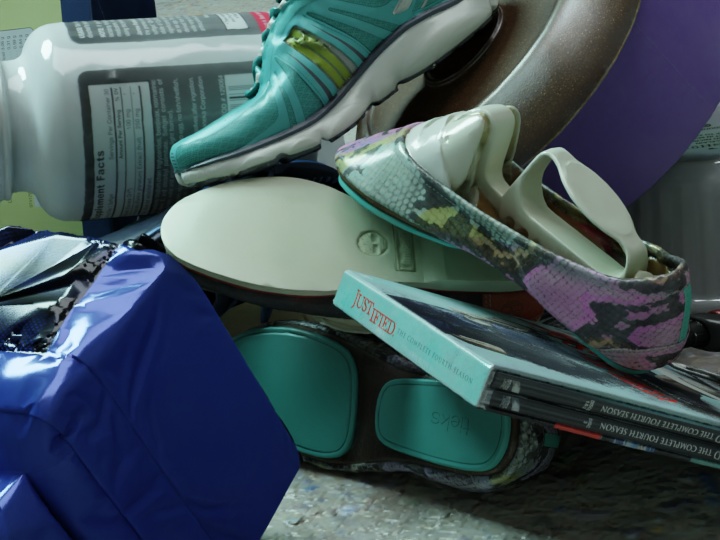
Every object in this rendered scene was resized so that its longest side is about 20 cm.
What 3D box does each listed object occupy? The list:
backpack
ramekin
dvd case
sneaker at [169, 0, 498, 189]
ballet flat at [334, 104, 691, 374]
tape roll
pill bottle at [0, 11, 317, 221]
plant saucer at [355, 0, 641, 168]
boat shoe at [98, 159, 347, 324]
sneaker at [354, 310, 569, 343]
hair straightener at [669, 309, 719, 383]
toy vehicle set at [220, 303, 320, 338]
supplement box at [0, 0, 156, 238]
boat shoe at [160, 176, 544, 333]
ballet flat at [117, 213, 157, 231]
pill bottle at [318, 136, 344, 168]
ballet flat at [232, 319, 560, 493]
[{"bbox_3d":[-0.161,0.071,0.670,0.199,0.163,0.168,9,46,36],"label":"backpack"},{"bbox_3d":[0.209,-0.045,0.926,0.200,0.095,0.203,-8,19,3],"label":"ramekin"},{"bbox_3d":[0.101,0.049,0.688,0.199,0.022,0.146,17,7,-27],"label":"dvd case"},{"bbox_3d":[-0.023,-0.113,0.800,0.200,0.080,0.077,-39,13,-11],"label":"sneaker"},{"bbox_3d":[0.072,-0.031,0.702,0.199,0.072,0.069,36,41,30],"label":"ballet flat"},{"bbox_3d":[0.112,-0.114,0.885,0.199,0.085,0.201,-37,28,23],"label":"tape roll"},{"bbox_3d":[-0.131,-0.086,0.870,0.198,0.112,0.111,-6,18,-17],"label":"pill bottle"},{"bbox_3d":[0.064,-0.113,0.830,0.200,0.032,0.201,-39,27,24],"label":"plant saucer"},{"bbox_3d":[-0.083,0.004,0.816,0.199,0.085,0.069,-29,23,-17],"label":"boat shoe"},{"bbox_3d":[0.071,0.021,0.835,0.198,0.075,0.081,0,22,21],"label":"sneaker"},{"bbox_3d":[0.236,0.026,0.772,0.198,0.041,0.077,-3,18,-16],"label":"hair straightener"},{"bbox_3d":[-0.118,0.059,0.882,0.198,0.027,0.124,-12,20,-8],"label":"toy vehicle set"},{"bbox_3d":[-0.238,-0.074,1.004,0.198,0.202,0.134,-4,3,11],"label":"supplement box"},{"bbox_3d":[0.000,0.000,0.766,0.198,0.063,0.072,3,54,-4],"label":"boat shoe"},{"bbox_3d":[-0.152,0.028,0.864,0.199,0.070,0.069,-25,25,-29],"label":"ballet flat"},{"bbox_3d":[-0.116,-0.072,1.116,0.198,0.112,0.111,-2,21,16],"label":"pill bottle"},{"bbox_3d":[0.016,0.069,0.764,0.199,0.073,0.072,11,27,42],"label":"ballet flat"}]
